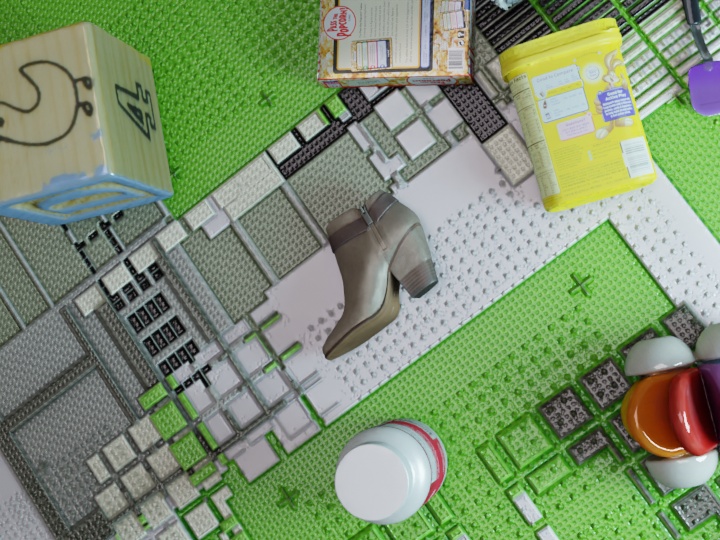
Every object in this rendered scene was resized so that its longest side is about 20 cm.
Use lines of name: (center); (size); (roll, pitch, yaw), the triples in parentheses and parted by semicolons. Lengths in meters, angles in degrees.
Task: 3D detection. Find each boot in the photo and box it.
boot: (0.000, 0.000, 1.356); (0.200, 0.070, 0.146); (-37, 73, 8)

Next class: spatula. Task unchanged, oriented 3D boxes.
spatula: (0.411, -0.287, 1.293); (0.056, 0.021, 0.200); (-12, 82, 0)

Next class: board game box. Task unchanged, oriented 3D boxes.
board game box: (0.046, -0.316, 1.368); (0.200, 0.046, 0.152); (2, 87, 13)

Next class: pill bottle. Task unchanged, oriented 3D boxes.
pill bottle: (0.035, 0.238, 1.259); (0.112, 0.200, 0.113); (-1, 87, 14)

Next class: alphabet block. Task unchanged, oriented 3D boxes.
alphabet block: (-0.378, -0.183, 1.385); (0.195, 0.196, 0.200); (-13, 84, 10)

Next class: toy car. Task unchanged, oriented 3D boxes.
toy car: (0.397, 0.153, 1.205); (0.200, 0.150, 0.175); (-14, 83, 12)

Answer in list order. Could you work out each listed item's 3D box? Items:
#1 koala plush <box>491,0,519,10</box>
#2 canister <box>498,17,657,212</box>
koala plush: (0.201, -0.430, 1.286); (0.177, 0.184, 0.200); (-16, 97, 9)
canister: (0.264, -0.184, 1.290); (0.148, 0.087, 0.200); (-16, 85, 12)
